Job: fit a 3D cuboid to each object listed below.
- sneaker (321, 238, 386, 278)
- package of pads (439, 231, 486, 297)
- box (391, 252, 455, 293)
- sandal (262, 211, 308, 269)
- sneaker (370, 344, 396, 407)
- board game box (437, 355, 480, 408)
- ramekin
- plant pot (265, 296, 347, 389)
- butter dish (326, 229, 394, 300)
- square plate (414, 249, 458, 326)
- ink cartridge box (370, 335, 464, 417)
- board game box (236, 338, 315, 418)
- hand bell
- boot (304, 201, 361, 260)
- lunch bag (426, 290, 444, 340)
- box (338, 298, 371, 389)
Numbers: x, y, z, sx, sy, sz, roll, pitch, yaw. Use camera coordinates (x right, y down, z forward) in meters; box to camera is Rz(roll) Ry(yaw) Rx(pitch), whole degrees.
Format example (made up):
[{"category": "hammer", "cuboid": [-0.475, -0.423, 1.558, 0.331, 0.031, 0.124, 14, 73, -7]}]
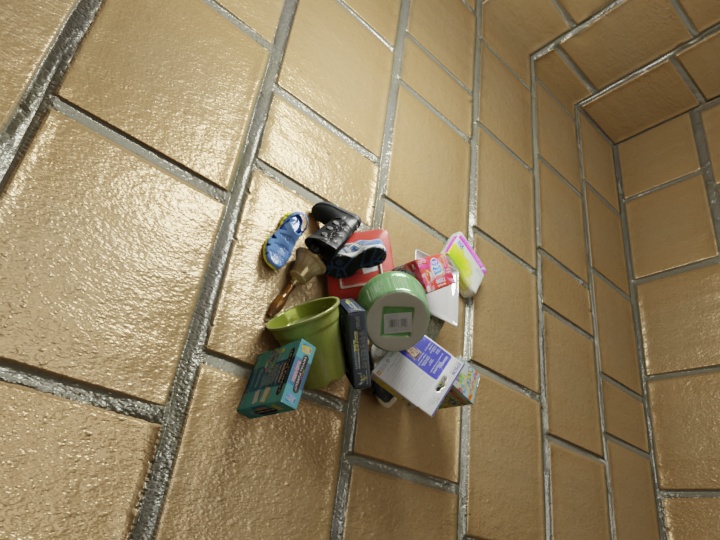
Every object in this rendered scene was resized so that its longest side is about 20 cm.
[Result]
[{"category": "sneaker", "cuboid": [-0.020, -0.036, 1.496, 0.078, 0.196, 0.077, -86, 161, -58]}, {"category": "package of pads", "cuboid": [0.380, -0.019, 1.998, 0.201, 0.068, 0.155, 52, 46, -14]}, {"category": "box", "cuboid": [0.186, 0.018, 1.562, 0.199, 0.094, 0.102, -12, 81, -56]}, {"category": "sandal", "cuboid": [-0.201, -0.092, 1.467, 0.079, 0.086, 0.203, 38, 53, -28]}, {"category": "sneaker", "cuboid": [0.075, 0.309, 1.592, 0.201, 0.079, 0.149, -83, 167, -60]}, {"category": "board game box", "cuboid": [0.248, 0.348, 1.636, 0.103, 0.198, 0.106, 43, 49, -21]}, {"category": "ramekin", "cuboid": [0.090, 0.114, 1.414, 0.200, 0.200, 0.098, 44, 11, -21]}, {"category": "plant pot", "cuboid": [-0.120, 0.192, 1.375, 0.199, 0.198, 0.188, -28, 104, -45]}, {"category": "butter dish", "cuboid": [0.000, 0.000, 1.590, 0.195, 0.148, 0.204, -8, 74, 1]}, {"category": "square plate", "cuboid": [0.235, 0.058, 1.698, 0.198, 0.028, 0.202, 23, 60, -31]}, {"category": "ink cartridge box", "cuboid": [0.158, 0.277, 1.482, 0.199, 0.047, 0.198, 37, 56, 11]}, {"category": "board game box", "cuboid": [-0.197, 0.256, 1.251, 0.047, 0.198, 0.153, 35, 53, -27]}, {"category": "hand bell", "cuboid": [-0.188, 0.046, 1.443, 0.104, 0.103, 0.201, 46, 61, -20]}, {"category": "boot", "cuboid": [-0.104, -0.114, 1.510, 0.201, 0.162, 0.067, -54, 154, -49]}, {"category": "lunch bag", "cuboid": [0.193, 0.120, 1.736, 0.162, 0.117, 0.203, 29, 61, -28]}, {"category": "box", "cuboid": [-0.019, 0.188, 1.405, 0.050, 0.158, 0.205, -7, 101, -13]}]
